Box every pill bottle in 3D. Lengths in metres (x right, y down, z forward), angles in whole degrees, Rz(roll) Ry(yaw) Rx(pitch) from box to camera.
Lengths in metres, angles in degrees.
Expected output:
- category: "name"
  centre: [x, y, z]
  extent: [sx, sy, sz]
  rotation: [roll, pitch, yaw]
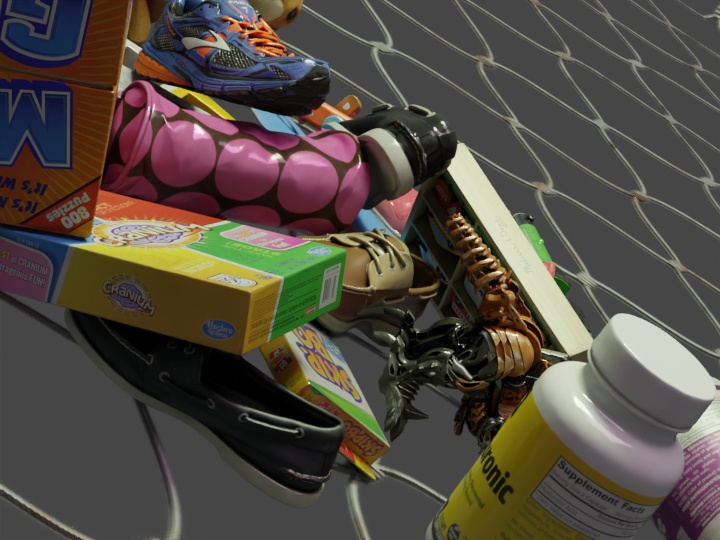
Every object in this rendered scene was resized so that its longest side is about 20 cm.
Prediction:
- category: "pill bottle"
  centre: [0.137, 0.130, 1.306]
  extent: [0.111, 0.201, 0.112]
  rotation: [30, 21, -13]
- category: "pill bottle"
  centre: [0.262, 0.152, 1.576]
  extent: [0.112, 0.113, 0.200]
  rotation: [17, 28, -40]

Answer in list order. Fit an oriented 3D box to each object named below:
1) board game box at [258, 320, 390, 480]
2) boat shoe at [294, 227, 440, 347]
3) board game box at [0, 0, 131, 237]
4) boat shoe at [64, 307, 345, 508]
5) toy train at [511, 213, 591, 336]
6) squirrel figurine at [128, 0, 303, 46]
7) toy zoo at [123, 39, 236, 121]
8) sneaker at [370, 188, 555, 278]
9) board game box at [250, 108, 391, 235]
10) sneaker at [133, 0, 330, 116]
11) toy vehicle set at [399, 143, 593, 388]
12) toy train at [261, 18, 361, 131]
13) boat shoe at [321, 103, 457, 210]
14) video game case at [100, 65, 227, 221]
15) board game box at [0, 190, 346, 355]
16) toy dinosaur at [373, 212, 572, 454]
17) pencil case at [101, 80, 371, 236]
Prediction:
- category: "board game box"
  centre: [-0.041, 0.055, 1.404]
  extent: [0.095, 0.030, 0.201]
  rotation: [41, 16, -41]
- category: "boat shoe"
  centre: [0.000, 0.000, 1.492]
  extent: [0.076, 0.074, 0.200]
  rotation: [52, 12, 20]
- category: "board game box"
  centre: [-0.243, -0.167, 1.276]
  extent: [0.198, 0.201, 0.200]
  rotation: [9, 26, -7]
- category: "boat shoe"
  centre: [-0.093, 0.064, 1.279]
  extent: [0.199, 0.066, 0.074]
  rotation: [39, 23, 9]
- category: "toy train"
  centre: [0.152, 0.014, 1.773]
  extent: [0.041, 0.057, 0.201]
  rotation: [24, 24, -26]
- category: "squirrel figurine"
  centre: [-0.144, -0.282, 1.818]
  extent: [0.186, 0.142, 0.200]
  rotation: [4, 29, -41]
- category: "toy zoo"
  centre: [-0.167, -0.129, 1.634]
  extent: [0.131, 0.021, 0.200]
  rotation: [37, 22, 2]
- category: "sneaker"
  centre: [0.088, -0.030, 1.726]
  extent: [0.200, 0.087, 0.074]
  rotation: [44, 21, 20]
- category: "board game box"
  centre: [-0.038, -0.059, 1.645]
  extent: [0.200, 0.039, 0.158]
  rotation: [49, 8, 1]
- category: "sneaker"
  centre: [-0.095, -0.164, 1.504]
  extent: [0.199, 0.079, 0.075]
  rotation: [18, 6, 43]
- category: "toy vehicle set"
  centre: [0.100, 0.017, 1.556]
  extent: [0.026, 0.125, 0.201]
  rotation: [-17, 60, -26]
- category: "toy train"
  centre: [-0.055, -0.163, 1.764]
  extent: [0.150, 0.056, 0.200]
  rotation: [32, 0, 16]
- category: "boat shoe"
  centre: [0.020, -0.093, 1.568]
  extent: [0.074, 0.060, 0.200]
  rotation: [64, -13, -6]
- category: "video game case"
  centre: [-0.184, -0.093, 1.494]
  extent: [0.199, 0.023, 0.183]
  rotation: [29, 32, -18]
- category: "board game box"
  centre: [-0.129, -0.003, 1.290]
  extent: [0.198, 0.041, 0.153]
  rotation: [14, 15, 19]
- category: "toy dinosaur"
  centre: [0.085, 0.062, 1.449]
  extent: [0.102, 0.134, 0.202]
  rotation: [10, 71, -76]
- category: "pencil case"
  centre: [-0.094, -0.081, 1.470]
  extent: [0.199, 0.091, 0.094]
  rotation: [13, 50, -35]
